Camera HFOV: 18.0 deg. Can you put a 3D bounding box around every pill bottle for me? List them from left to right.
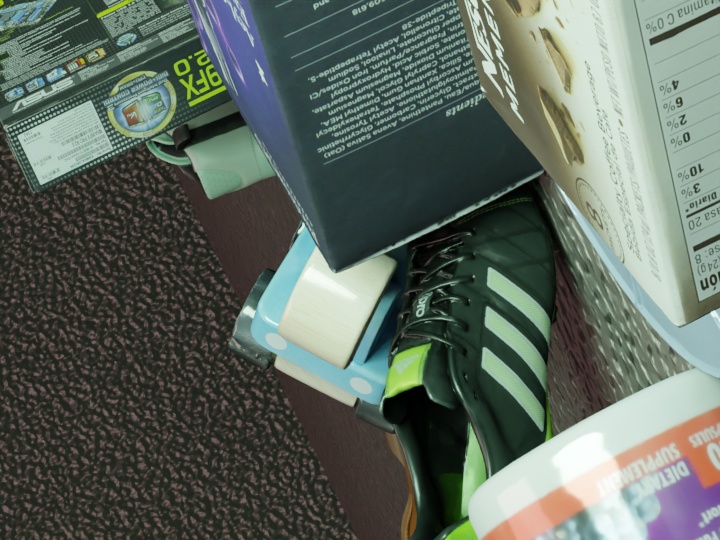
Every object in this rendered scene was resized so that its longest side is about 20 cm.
[{"bbox_3d":[0.126,0.141,0.752,0.201,0.111,0.111,63,173,12],"label":"pill bottle"}]

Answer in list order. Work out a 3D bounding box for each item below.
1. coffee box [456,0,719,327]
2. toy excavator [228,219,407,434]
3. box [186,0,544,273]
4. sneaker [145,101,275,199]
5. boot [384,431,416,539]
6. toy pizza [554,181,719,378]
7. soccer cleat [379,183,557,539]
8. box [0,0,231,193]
[{"bbox_3d":[0.061,-0.103,0.492,0.113,0.079,0.201,55,168,47],"label":"coffee box"},{"bbox_3d":[0.000,0.000,1.101,0.099,0.195,0.201,27,143,5],"label":"toy excavator"},{"bbox_3d":[-0.012,-0.124,0.890,0.148,0.104,0.201,59,171,37],"label":"box"},{"bbox_3d":[-0.101,-0.136,1.498,0.201,0.118,0.074,61,175,36],"label":"sneaker"},{"bbox_3d":[0.078,0.177,1.467,0.201,0.073,0.155,65,170,-26],"label":"boot"},{"bbox_3d":[0.083,-0.059,0.701,0.201,0.032,0.200,62,173,13],"label":"toy pizza"},{"bbox_3d":[0.043,0.030,0.962,0.081,0.067,0.202,14,-116,-46],"label":"soccer cleat"},{"bbox_3d":[-0.107,-0.134,1.194,0.160,0.199,0.044,53,168,55],"label":"box"}]
